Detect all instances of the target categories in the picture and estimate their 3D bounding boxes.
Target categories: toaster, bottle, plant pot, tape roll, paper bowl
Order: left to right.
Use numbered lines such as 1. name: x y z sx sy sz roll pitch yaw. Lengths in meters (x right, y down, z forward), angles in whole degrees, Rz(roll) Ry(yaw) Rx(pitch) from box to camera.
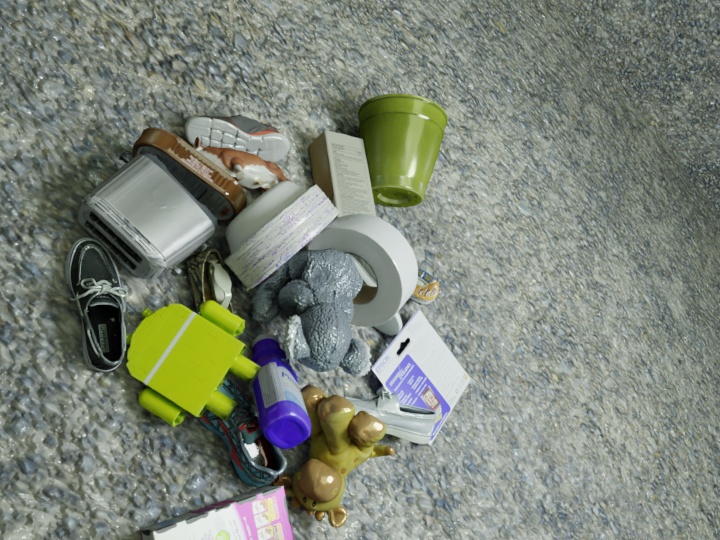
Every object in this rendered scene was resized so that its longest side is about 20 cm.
1. toaster: -0.330 -0.083 0.835 0.200 0.114 0.129 48 52 -13
2. bottle: -0.133 0.178 0.853 0.084 0.065 0.200 59 1 -37
3. paper bowl: -0.142 -0.071 0.912 0.104 0.201 0.201 49 49 -7
4. tape roll: 0.000 0.000 0.998 0.203 0.202 0.071 55 40 -6
5. plant pot: 0.083 -0.248 1.195 0.200 0.200 0.193 15 74 -33

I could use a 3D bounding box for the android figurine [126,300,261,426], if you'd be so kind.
1. android figurine: -0.254 0.130 0.804 0.200 0.041 0.182 29 76 5

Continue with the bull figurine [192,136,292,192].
1. bull figurine: -0.212 -0.175 0.978 0.200 0.065 0.121 3 36 -44

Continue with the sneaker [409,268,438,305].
1. sneaker: 0.070 0.006 1.151 0.200 0.088 0.075 42 72 10

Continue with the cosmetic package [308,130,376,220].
1. cosmetic package: -0.038 -0.179 1.134 0.105 0.071 0.200 5 69 -36

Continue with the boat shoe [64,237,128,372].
1. boat shoe: -0.372 0.042 0.777 0.074 0.068 0.200 2 71 -38

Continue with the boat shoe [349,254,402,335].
1. boat shoe: 0.025 0.037 1.094 0.200 0.071 0.064 55 43 -7

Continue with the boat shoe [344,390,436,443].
1. boat shoe: 0.049 0.255 0.998 0.201 0.070 0.072 22 91 -19

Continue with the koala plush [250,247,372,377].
1. koala plush: -0.068 0.081 0.885 0.177 0.184 0.200 26 28 -26

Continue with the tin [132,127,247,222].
1. tin: -0.281 -0.153 0.905 0.200 0.112 0.042 37 63 -20

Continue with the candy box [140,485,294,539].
1. candy box: -0.194 0.403 0.774 0.200 0.061 0.137 -3 74 -40

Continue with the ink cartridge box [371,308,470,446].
1. ink cartridge box: 0.119 0.213 1.114 0.200 0.043 0.198 54 49 -10

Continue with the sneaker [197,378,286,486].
1. sneaker: -0.175 0.234 0.835 0.079 0.095 0.200 -38 97 -41

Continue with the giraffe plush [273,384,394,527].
1. giraffe plush: -0.055 0.309 0.886 0.162 0.172 0.200 -56 143 -28

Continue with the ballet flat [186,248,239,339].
1. ballet flat: -0.230 0.058 0.878 0.068 0.075 0.200 -2 73 -50

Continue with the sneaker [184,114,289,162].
1. sneaker: -0.235 -0.256 1.026 0.200 0.077 0.082 6 41 -38
